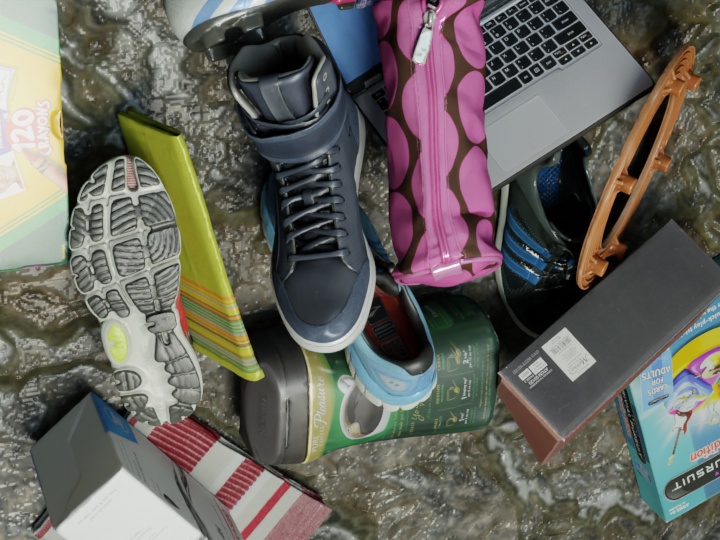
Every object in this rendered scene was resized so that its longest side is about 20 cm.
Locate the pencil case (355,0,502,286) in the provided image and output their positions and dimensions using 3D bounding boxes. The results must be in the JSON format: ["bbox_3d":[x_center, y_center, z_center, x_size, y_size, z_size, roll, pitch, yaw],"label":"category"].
[{"bbox_3d":[0.051,-0.089,1.070,0.090,0.094,0.202,-6,91,-8],"label":"pencil case"}]

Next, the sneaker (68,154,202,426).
[{"bbox_3d":[-0.160,0.010,1.119,0.076,0.085,0.202,-9,114,-8],"label":"sneaker"}]

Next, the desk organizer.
[{"bbox_3d":[0.194,0.057,1.253,0.200,0.072,0.077,-39,166,-21],"label":"desk organizer"}]

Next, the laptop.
[{"bbox_3d":[0.077,-0.178,1.126,0.187,0.201,0.116,-32,156,-7],"label":"laptop"}]

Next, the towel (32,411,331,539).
[{"bbox_3d":[-0.137,0.194,1.251,0.200,0.023,0.144,36,97,-30],"label":"towel"}]

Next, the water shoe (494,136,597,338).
[{"bbox_3d":[0.147,-0.024,1.244,0.071,0.079,0.201,-18,119,-16],"label":"water shoe"}]

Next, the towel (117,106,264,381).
[{"bbox_3d":[-0.117,-0.017,1.126,0.018,0.086,0.201,-31,123,-27],"label":"towel"}]

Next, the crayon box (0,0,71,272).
[{"bbox_3d":[-0.257,-0.098,1.041,0.118,0.058,0.202,-8,116,-21],"label":"crayon box"}]

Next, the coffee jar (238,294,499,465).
[{"bbox_3d":[0.003,0.084,1.224,0.198,0.085,0.105,-8,118,-22],"label":"coffee jar"}]

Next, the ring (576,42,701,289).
[{"bbox_3d":[0.214,-0.076,1.206,0.201,0.019,0.201,-57,164,-26],"label":"ring"}]

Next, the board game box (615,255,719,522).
[{"bbox_3d":[0.298,0.100,1.387,0.150,0.047,0.201,-27,120,-11],"label":"board game box"}]

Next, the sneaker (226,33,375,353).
[{"bbox_3d":[-0.041,-0.060,1.056,0.076,0.204,0.146,-8,153,11],"label":"sneaker"}]

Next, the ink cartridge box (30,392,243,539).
[{"bbox_3d":[-0.143,0.192,1.168,0.067,0.116,0.200,-43,122,2],"label":"ink cartridge box"}]

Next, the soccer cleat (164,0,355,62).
[{"bbox_3d":[-0.040,-0.213,1.070,0.199,0.070,0.087,-21,83,-8],"label":"soccer cleat"}]

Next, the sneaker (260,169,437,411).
[{"bbox_3d":[0.000,0.000,1.142,0.078,0.090,0.201,-31,80,-17],"label":"sneaker"}]
